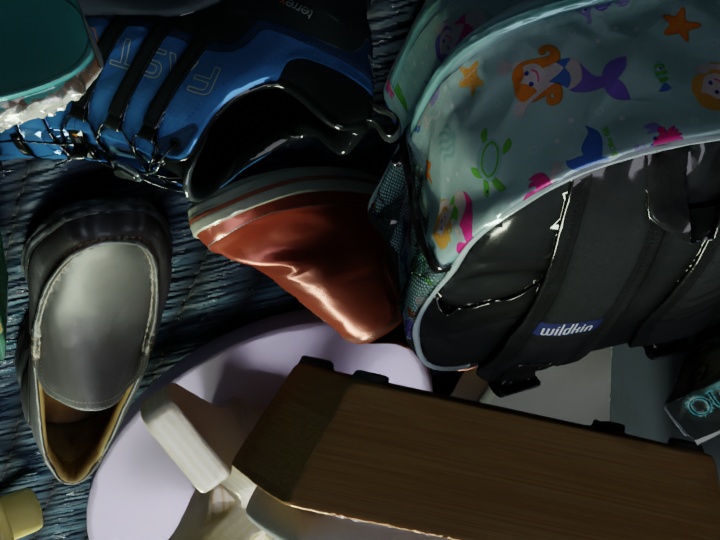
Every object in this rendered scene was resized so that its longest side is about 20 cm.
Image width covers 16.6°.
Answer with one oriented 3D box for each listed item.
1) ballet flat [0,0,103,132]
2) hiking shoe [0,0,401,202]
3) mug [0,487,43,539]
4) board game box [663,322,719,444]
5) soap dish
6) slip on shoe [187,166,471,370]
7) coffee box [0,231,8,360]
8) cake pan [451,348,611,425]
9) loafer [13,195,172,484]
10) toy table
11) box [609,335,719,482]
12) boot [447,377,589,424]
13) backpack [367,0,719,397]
[{"bbox_3d":[-0.194,-0.078,0.931,0.199,0.072,0.072,-2,154,1],"label":"ballet flat"},{"bbox_3d":[-0.088,-0.066,0.958,0.199,0.087,0.074,-17,153,14],"label":"hiking shoe"},{"bbox_3d":[-0.274,0.176,1.327,0.186,0.150,0.153,24,147,-39],"label":"mug"},{"bbox_3d":[0.214,-0.013,1.081,0.135,0.200,0.028,-30,107,35],"label":"board game box"},{"bbox_3d":[0.053,0.096,1.091,0.199,0.082,0.157,12,179,-11],"label":"soap dish"},{"bbox_3d":[0.000,0.000,1.154,0.074,0.062,0.200,-25,149,32],"label":"slip on shoe"},{"bbox_3d":[-0.210,-0.002,1.030,0.122,0.044,0.200,2,166,-7],"label":"coffee box"},{"bbox_3d":[0.118,0.084,1.278,0.199,0.037,0.201,-18,125,-28],"label":"cake pan"},{"bbox_3d":[-0.124,0.033,1.162,0.072,0.073,0.200,-3,153,-11],"label":"loafer"},{"bbox_3d":[-0.049,0.114,1.228,0.184,0.117,0.200,41,104,-17],"label":"toy table"},{"bbox_3d":[0.247,0.070,1.174,0.195,0.200,0.125,-7,114,-18],"label":"box"},{"bbox_3d":[0.002,0.085,1.324,0.199,0.066,0.175,9,142,-26],"label":"boot"},{"bbox_3d":[0.099,-0.052,0.977,0.176,0.152,0.200,-10,165,-13],"label":"backpack"}]
